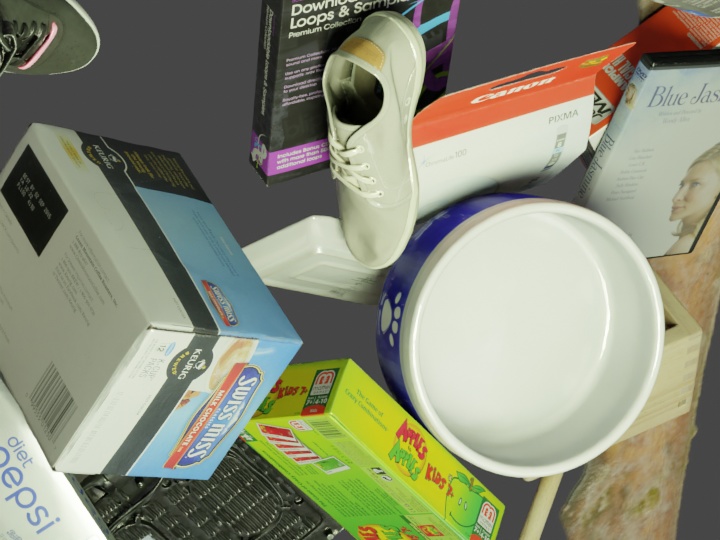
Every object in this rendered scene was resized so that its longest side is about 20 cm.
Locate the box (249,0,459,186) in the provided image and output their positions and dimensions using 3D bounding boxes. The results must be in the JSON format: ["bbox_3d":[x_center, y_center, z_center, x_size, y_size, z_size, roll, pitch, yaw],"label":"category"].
[{"bbox_3d":[-0.002,-0.157,1.588,0.143,0.036,0.200,-18,139,-23],"label":"box"}]

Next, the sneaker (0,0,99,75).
[{"bbox_3d":[-0.221,-0.136,1.387,0.200,0.099,0.071,18,116,-49],"label":"sneaker"}]

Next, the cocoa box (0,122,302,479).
[{"bbox_3d":[-0.157,0.022,1.523,0.131,0.200,0.133,9,126,-44],"label":"cocoa box"}]

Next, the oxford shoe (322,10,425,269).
[{"bbox_3d":[0.002,-0.083,1.578,0.058,0.075,0.200,-35,143,-39],"label":"oxford shoe"}]

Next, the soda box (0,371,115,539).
[{"bbox_3d":[-0.243,0.128,1.585,0.063,0.068,0.200,-33,98,-4],"label":"soda box"}]

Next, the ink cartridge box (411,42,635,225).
[{"bbox_3d":[0.098,-0.091,1.654,0.160,0.047,0.200,-17,170,-23],"label":"ink cartridge box"}]

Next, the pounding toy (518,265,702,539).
[{"bbox_3d":[0.159,0.088,1.842,0.184,0.200,0.142,-21,142,-18],"label":"pounding toy"}]

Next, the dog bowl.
[{"bbox_3d":[0.115,0.045,1.682,0.200,0.079,0.201,-3,99,-20],"label":"dog bowl"}]

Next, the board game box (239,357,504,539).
[{"bbox_3d":[0.005,0.140,1.664,0.101,0.048,0.200,-7,140,40],"label":"board game box"}]

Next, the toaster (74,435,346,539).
[{"bbox_3d":[-0.140,0.160,1.718,0.181,0.119,0.200,-39,125,6],"label":"toaster"}]

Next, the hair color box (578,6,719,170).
[{"bbox_3d":[0.252,-0.148,1.773,0.200,0.064,0.111,-36,145,-1],"label":"hair color box"}]

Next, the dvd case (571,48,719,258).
[{"bbox_3d":[0.234,-0.085,1.762,0.142,0.018,0.200,-6,135,-33],"label":"dvd case"}]

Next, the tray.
[{"bbox_3d":[0.000,0.000,1.730,0.107,0.022,0.200,-23,156,40],"label":"tray"}]

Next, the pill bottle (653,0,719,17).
[{"bbox_3d":[0.227,-0.239,1.613,0.200,0.114,0.114,10,124,-43],"label":"pill bottle"}]
